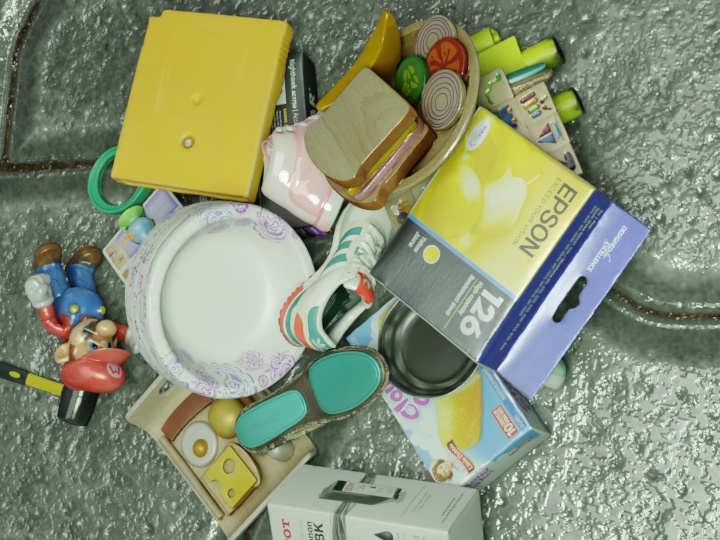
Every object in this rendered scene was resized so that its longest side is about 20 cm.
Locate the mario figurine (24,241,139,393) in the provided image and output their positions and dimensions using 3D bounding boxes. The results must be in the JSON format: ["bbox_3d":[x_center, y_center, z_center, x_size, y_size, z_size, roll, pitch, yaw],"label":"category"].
[{"bbox_3d":[-0.305,0.047,1.604,0.122,0.107,0.202,-20,57,-9],"label":"mario figurine"}]

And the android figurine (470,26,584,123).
[{"bbox_3d":[0.130,-0.160,1.475,0.198,0.041,0.184,-27,69,19],"label":"android figurine"}]

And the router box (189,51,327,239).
[{"bbox_3d":[-0.119,-0.130,1.575,0.147,0.051,0.203,-8,77,16],"label":"router box"}]

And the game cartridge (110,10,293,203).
[{"bbox_3d":[-0.174,-0.184,1.560,0.174,0.032,0.203,9,79,21],"label":"game cartridge"}]

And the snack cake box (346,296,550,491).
[{"bbox_3d":[0.087,0.117,1.425,0.115,0.067,0.201,-39,65,13],"label":"snack cake box"}]

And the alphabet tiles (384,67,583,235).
[{"bbox_3d":[0.112,-0.094,1.382,0.198,0.006,0.168,-27,73,19],"label":"alphabet tiles"}]

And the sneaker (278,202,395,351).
[{"bbox_3d":[-0.001,0.000,1.458,0.201,0.070,0.093,-55,31,-12],"label":"sneaker"}]

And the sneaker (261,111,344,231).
[{"bbox_3d":[-0.043,-0.148,1.498,0.103,0.075,0.202,23,68,-2],"label":"sneaker"}]

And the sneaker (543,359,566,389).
[{"bbox_3d":[0.171,0.011,1.398,0.118,0.073,0.202,-40,63,20],"label":"sneaker"}]

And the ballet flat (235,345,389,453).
[{"bbox_3d":[-0.040,0.128,1.434,0.199,0.075,0.069,-30,76,28],"label":"ballet flat"}]

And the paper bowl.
[{"bbox_3d":[-0.152,0.027,1.484,0.104,0.199,0.204,12,84,58],"label":"paper bowl"}]

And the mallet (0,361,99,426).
[{"bbox_3d":[-0.390,0.141,1.677,0.198,0.041,0.067,5,78,31],"label":"mallet"}]

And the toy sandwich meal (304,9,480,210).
[{"bbox_3d":[0.028,-0.163,1.380,0.204,0.070,0.208,-23,56,37],"label":"toy sandwich meal"}]

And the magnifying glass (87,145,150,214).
[{"bbox_3d":[-0.241,-0.135,1.667,0.199,0.022,0.080,-32,68,19],"label":"magnifying glass"}]

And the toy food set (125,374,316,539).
[{"bbox_3d":[-0.155,0.181,1.535,0.144,0.060,0.200,-47,63,10],"label":"toy food set"}]

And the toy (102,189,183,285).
[{"bbox_3d":[-0.218,0.005,1.609,0.115,0.047,0.201,-45,64,13],"label":"toy"}]

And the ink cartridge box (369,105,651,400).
[{"bbox_3d":[0.136,-0.018,1.334,0.199,0.047,0.199,38,98,26],"label":"ink cartridge box"}]

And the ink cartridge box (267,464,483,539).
[{"bbox_3d":[0.018,0.283,1.383,0.197,0.083,0.149,3,113,27],"label":"ink cartridge box"}]

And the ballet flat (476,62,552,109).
[{"bbox_3d":[0.108,-0.154,1.437,0.197,0.070,0.066,-14,100,24],"label":"ballet flat"}]

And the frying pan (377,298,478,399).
[{"bbox_3d":[0.086,0.035,1.388,0.114,0.031,0.192,20,83,28],"label":"frying pan"}]
